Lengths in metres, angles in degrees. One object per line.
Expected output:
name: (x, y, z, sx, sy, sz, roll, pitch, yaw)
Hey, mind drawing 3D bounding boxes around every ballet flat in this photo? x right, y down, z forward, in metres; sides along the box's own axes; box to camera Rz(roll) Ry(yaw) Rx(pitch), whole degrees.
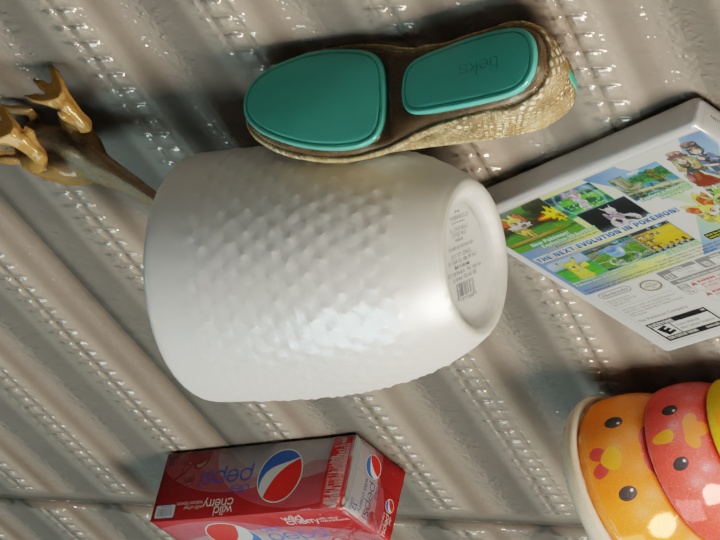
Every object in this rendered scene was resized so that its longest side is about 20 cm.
ballet flat: (0.029, -0.088, 1.192, 0.199, 0.071, 0.065, -2, 163, 35)

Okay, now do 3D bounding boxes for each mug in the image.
mug: (0.000, 0.000, 1.282, 0.174, 0.149, 0.200, -4, 175, 28)

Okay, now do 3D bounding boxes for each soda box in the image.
soda box: (-0.066, 0.178, 1.730, 0.199, 0.064, 0.070, -9, 145, 38)

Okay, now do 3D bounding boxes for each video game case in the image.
video game case: (0.187, -0.021, 1.286, 0.182, 0.022, 0.199, 30, 149, -28)

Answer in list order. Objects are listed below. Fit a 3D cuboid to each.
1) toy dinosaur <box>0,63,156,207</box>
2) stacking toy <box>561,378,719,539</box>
toy dinosaur: (-0.168, -0.069, 1.326, 0.199, 0.061, 0.106, 23, 165, 32)
stacking toy: (0.243, 0.112, 1.434, 0.200, 0.147, 0.146, -33, 130, 31)
